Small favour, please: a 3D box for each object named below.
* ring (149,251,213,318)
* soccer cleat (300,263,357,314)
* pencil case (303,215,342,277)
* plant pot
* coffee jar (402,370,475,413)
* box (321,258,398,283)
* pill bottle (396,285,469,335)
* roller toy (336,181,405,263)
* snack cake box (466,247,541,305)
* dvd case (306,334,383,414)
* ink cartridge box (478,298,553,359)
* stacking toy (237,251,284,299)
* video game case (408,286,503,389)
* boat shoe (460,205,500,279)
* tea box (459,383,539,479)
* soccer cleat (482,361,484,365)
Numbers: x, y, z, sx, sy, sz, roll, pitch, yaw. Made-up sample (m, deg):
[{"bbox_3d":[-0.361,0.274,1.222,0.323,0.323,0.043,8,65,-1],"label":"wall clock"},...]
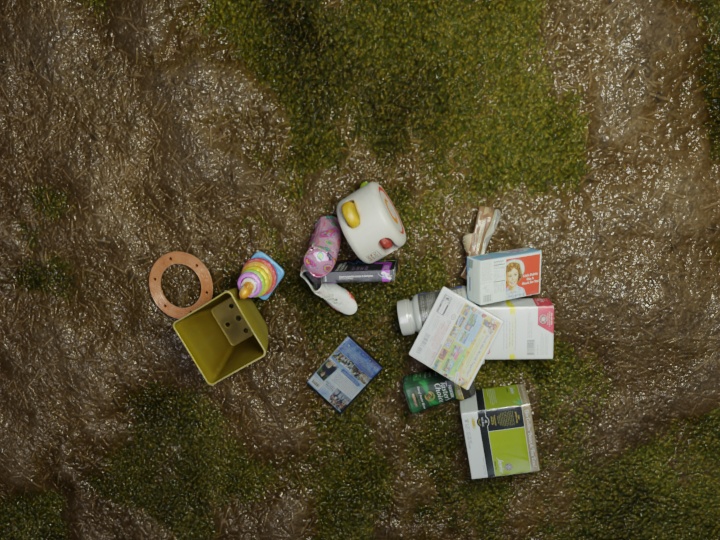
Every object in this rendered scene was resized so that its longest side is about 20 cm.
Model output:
[{"bbox_3d":[-0.525,0.044,1.807,0.194,0.019,0.207,2,104,8],"label":"ring"},{"bbox_3d":[-0.091,0.057,1.718,0.200,0.085,0.069,44,105,-4],"label":"soccer cleat"},{"bbox_3d":[-0.097,-0.069,1.628,0.085,0.202,0.089,3,122,5],"label":"pencil case"},{"bbox_3d":[-0.370,0.163,1.734,0.197,0.177,0.203,-28,99,12],"label":"plant pot"},{"bbox_3d":[0.223,0.328,1.743,0.195,0.085,0.107,-18,99,11],"label":"coffee jar"},{"bbox_3d":[0.000,0.000,1.662,0.194,0.143,0.037,-3,102,8],"label":"box"},{"bbox_3d":[0.203,0.114,1.678,0.194,0.114,0.117,-10,103,10],"label":"pill bottle"},{"bbox_3d":[0.023,-0.120,1.605,0.138,0.201,0.185,-28,105,14],"label":"roller toy"},{"bbox_3d":[0.375,0.012,1.607,0.195,0.067,0.119,-8,104,-23],"label":"snack cake box"},{"bbox_3d":[-0.046,0.307,1.809,0.142,0.018,0.201,41,104,-4],"label":"dvd case"},{"bbox_3d":[0.416,0.156,1.668,0.194,0.084,0.150,-1,105,7],"label":"ink cartridge box"},{"bbox_3d":[-0.295,0.036,1.680,0.109,0.200,0.117,37,107,-3],"label":"stacking toy"},{"bbox_3d":[0.247,0.175,1.600,0.179,0.023,0.204,29,96,11],"label":"video game case"},{"bbox_3d":[0.306,-0.077,1.643,0.070,0.076,0.204,23,97,5],"label":"boat shoe"},{"bbox_3d":[0.387,0.449,1.726,0.191,0.134,0.206,-9,103,10],"label":"tea box"},{"bbox_3d":[0.258,0.207,1.682,0.197,0.067,0.076,8,96,50],"label":"soccer cleat"}]
